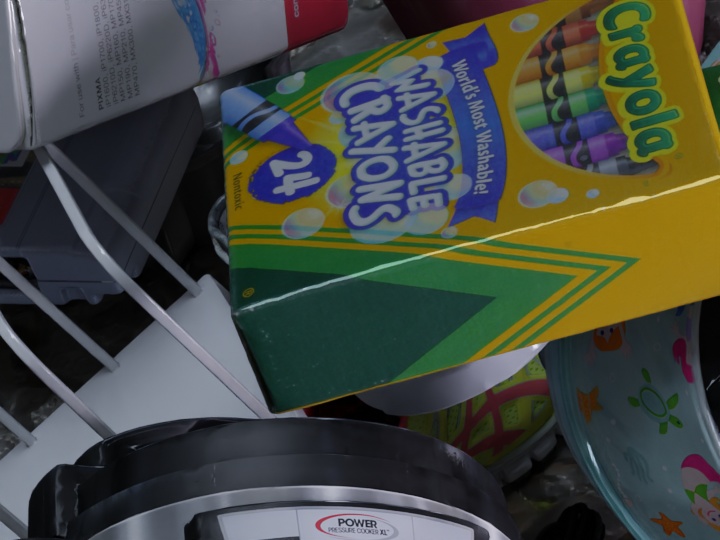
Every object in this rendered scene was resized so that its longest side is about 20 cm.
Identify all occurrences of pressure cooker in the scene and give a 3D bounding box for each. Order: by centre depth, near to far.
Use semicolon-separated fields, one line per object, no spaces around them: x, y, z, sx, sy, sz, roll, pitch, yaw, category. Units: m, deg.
-0.026;0.141;0.948;0.178;0.176;0.200;-18;55;20;pressure cooker

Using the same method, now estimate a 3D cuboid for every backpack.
0.156;0.021;1.040;0.150;0.178;0.200;-11;40;45;backpack

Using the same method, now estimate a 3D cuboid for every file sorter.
-0.143;0.066;1.069;0.200;0.125;0.139;-42;31;3;file sorter

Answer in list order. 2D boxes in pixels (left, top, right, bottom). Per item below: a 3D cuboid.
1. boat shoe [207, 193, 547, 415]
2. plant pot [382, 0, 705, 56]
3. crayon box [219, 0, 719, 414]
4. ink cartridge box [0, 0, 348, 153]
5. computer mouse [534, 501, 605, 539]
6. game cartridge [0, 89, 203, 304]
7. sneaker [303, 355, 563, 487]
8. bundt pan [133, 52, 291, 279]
0.002;-0.002;1.041;0.074;0.068;0.199;-41;23;-12;boat shoe
0.078;-0.165;1.261;0.200;0.179;0.200;-10;43;9;plant pot
0.055;-0.034;0.955;0.200;0.052;0.126;-15;38;6;crayon box
-0.123;-0.116;1.143;0.147;0.086;0.200;6;19;36;ink cartridge box
0.114;0.159;1.003;0.200;0.044;0.110;26;57;38;computer mouse
-0.174;-0.043;1.213;0.200;0.041;0.133;0;41;20;game cartridge
0.024;0.049;1.117;0.078;0.090;0.200;17;52;34;sneaker
-0.120;-0.065;1.299;0.202;0.076;0.202;-9;43;9;bundt pan
